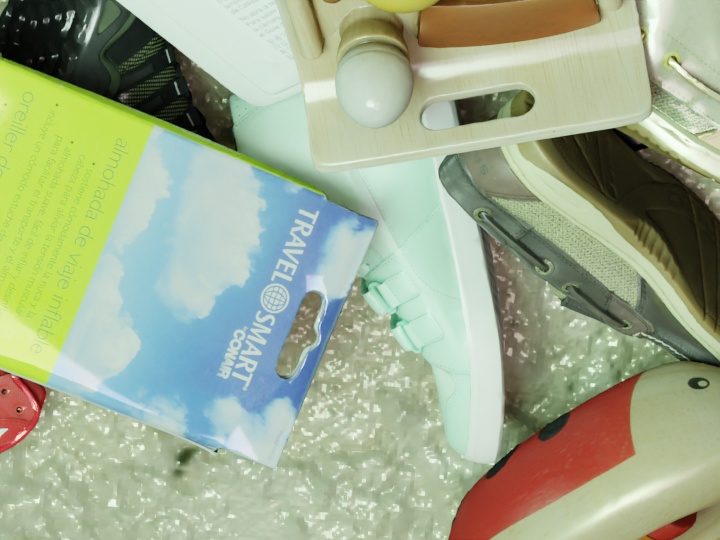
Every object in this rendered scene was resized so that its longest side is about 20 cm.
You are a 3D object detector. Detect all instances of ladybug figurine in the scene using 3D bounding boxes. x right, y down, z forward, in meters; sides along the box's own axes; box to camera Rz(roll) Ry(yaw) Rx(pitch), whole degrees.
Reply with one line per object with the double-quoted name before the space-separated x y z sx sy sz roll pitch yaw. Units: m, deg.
"ladybug figurine" 0.111 0.105 1.190 0.200 0.136 0.072 -37 68 27

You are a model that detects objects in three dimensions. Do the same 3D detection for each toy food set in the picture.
"toy food set" 0.029 -0.121 0.997 0.143 0.060 0.200 -9 139 8

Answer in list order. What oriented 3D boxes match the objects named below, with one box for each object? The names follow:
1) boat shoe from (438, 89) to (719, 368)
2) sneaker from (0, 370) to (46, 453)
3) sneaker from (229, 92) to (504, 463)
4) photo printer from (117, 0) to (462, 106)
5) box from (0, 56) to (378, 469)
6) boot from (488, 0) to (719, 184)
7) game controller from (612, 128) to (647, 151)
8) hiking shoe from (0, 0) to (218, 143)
"boat shoe" 0.110 -0.012 1.160 0.065 0.073 0.200 -24 132 30
"sneaker" -0.189 0.008 1.196 0.115 0.078 0.200 17 112 -21
"sneaker" 0.000 0.000 1.177 0.118 0.074 0.201 -12 105 5
"photo printer" -0.048 -0.165 1.047 0.166 0.070 0.200 -27 134 32
"box" -0.108 -0.007 1.092 0.200 0.048 0.122 22 93 -15
"boot" 0.165 -0.120 1.089 0.200 0.072 0.155 26 107 -5
"game controller" 0.175 -0.125 1.146 0.200 0.042 0.104 -18 108 6
"hiking shoe" -0.108 -0.076 1.160 0.101 0.076 0.200 9 96 -41
